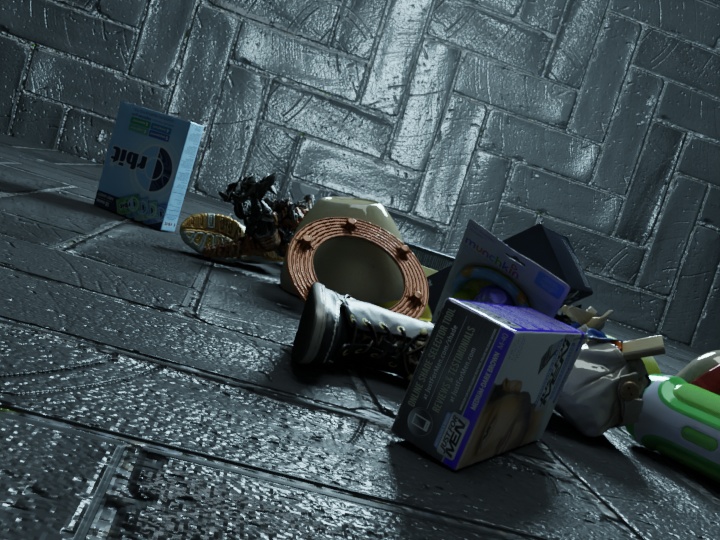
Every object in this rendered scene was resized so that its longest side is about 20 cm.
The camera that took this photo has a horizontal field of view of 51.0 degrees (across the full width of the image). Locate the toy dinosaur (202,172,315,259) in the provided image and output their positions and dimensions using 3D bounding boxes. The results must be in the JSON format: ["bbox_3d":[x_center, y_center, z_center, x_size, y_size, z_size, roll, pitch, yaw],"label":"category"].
[{"bbox_3d":[-0.148,-0.075,1.166,0.102,0.136,0.200,-5,24,34],"label":"toy dinosaur"}]

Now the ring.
[{"bbox_3d":[0.000,0.000,0.996,0.200,0.019,0.201,14,45,-15],"label":"ring"}]

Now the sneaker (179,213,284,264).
[{"bbox_3d":[-0.208,-0.040,1.230,0.200,0.076,0.088,12,-15,-34],"label":"sneaker"}]

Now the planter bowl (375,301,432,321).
[{"bbox_3d":[0.050,0.018,1.311,0.200,0.084,0.200,18,5,-2],"label":"planter bowl"}]

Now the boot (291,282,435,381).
[{"bbox_3d":[0.015,0.068,0.719,0.150,0.073,0.200,17,-3,-2],"label":"boot"}]

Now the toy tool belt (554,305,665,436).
[{"bbox_3d":[0.248,0.098,0.823,0.125,0.123,0.200,51,1,-6],"label":"toy tool belt"}]

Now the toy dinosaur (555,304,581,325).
[{"bbox_3d":[0.258,0.112,1.110,0.135,0.102,0.200,-5,11,23],"label":"toy dinosaur"}]

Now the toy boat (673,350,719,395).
[{"bbox_3d":[0.453,0.181,0.892,0.200,0.131,0.131,13,37,-35],"label":"toy boat"}]

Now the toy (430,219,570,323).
[{"bbox_3d":[0.122,0.055,0.767,0.115,0.047,0.200,36,-34,19],"label":"toy"}]

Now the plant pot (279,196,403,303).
[{"bbox_3d":[-0.020,-0.040,1.140,0.200,0.135,0.200,3,12,-1],"label":"plant pot"}]

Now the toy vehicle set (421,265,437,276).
[{"bbox_3d":[0.154,0.042,1.437,0.199,0.027,0.124,18,-22,0],"label":"toy vehicle set"}]

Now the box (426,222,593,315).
[{"bbox_3d":[0.220,0.026,1.127,0.200,0.104,0.182,-27,-16,23],"label":"box"}]

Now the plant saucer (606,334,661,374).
[{"bbox_3d":[0.483,0.155,1.530,0.199,0.048,0.200,15,6,-28],"label":"plant saucer"}]

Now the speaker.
[{"bbox_3d":[0.365,0.171,0.739,0.088,0.089,0.200,14,6,-38],"label":"speaker"}]

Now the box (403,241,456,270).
[{"bbox_3d":[0.181,0.016,1.654,0.200,0.107,0.148,18,4,14],"label":"box"}]

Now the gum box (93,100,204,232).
[{"bbox_3d":[-0.389,-0.191,1.380,0.170,0.201,0.045,19,6,24],"label":"gum box"}]

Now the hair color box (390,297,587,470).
[{"bbox_3d":[0.113,0.087,0.612,0.065,0.110,0.200,27,9,31],"label":"hair color box"}]
